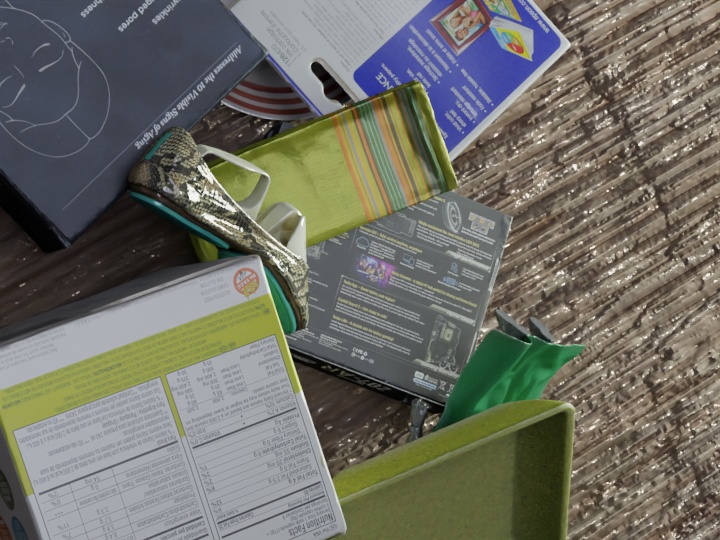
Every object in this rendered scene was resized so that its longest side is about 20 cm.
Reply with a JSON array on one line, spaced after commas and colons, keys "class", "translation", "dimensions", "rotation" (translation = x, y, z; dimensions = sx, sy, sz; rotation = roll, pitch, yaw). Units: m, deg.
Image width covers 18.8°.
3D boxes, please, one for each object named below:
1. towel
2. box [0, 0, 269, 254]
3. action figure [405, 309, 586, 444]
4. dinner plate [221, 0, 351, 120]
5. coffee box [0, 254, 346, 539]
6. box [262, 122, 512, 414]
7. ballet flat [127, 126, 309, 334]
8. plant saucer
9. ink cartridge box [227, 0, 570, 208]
[{"class": "towel", "translation": [-0.032, -0.064, 1.573], "dimensions": [0.200, 0.018, 0.086], "rotation": [-23, 92, -10]}, {"class": "box", "translation": [-0.208, -0.150, 1.513], "dimensions": [0.200, 0.124, 0.197], "rotation": [-45, 98, -13]}, {"class": "action figure", "translation": [0.072, 0.122, 1.593], "dimensions": [0.118, 0.055, 0.200], "rotation": [15, 114, -47]}, {"class": "dinner plate", "translation": [-0.066, -0.210, 1.643], "dimensions": [0.200, 0.024, 0.200], "rotation": [3, 82, -20]}, {"class": "coffee box", "translation": [-0.159, 0.118, 1.458], "dimensions": [0.200, 0.200, 0.198], "rotation": [-20, 95, -23]}, {"class": "box", "translation": [0.000, 0.000, 1.628], "dimensions": [0.200, 0.044, 0.160], "rotation": [21, 75, -18]}, {"class": "ballet flat", "translation": [-0.081, -0.032, 1.503], "dimensions": [0.075, 0.068, 0.200], "rotation": [-57, 134, -13]}, {"class": "plant saucer", "translation": [0.054, 0.181, 1.562], "dimensions": [0.200, 0.200, 0.048], "rotation": [-21, 48, -18]}, {"class": "ink cartridge box", "translation": [0.026, -0.179, 1.636], "dimensions": [0.200, 0.047, 0.198], "rotation": [-43, 96, -18]}]
